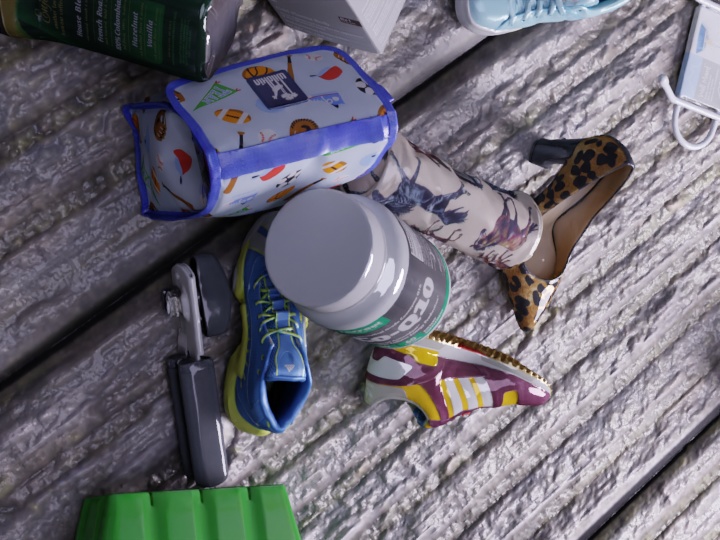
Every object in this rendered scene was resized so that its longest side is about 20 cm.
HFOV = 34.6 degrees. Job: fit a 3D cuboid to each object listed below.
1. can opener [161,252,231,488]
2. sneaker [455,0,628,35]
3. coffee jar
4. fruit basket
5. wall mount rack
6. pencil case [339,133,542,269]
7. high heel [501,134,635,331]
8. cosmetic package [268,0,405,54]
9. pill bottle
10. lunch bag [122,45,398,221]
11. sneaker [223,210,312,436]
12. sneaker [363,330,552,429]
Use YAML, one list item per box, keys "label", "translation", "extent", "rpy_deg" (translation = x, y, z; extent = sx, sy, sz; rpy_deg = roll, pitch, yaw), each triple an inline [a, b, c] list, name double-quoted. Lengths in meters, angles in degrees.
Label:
- label: "can opener"
  translation: [-0.137, 0.088, 1.014]
  extent: [0.066, 0.052, 0.203]
  rpy_deg: [-7, 99, -28]
- label: "sneaker"
  translation: [0.188, -0.277, 1.128]
  extent: [0.198, 0.082, 0.075]
  rpy_deg: [-19, 103, -25]
- label: "coffee jar"
  translation: [-0.195, -0.214, 0.879]
  extent: [0.197, 0.105, 0.086]
  rpy_deg: [13, 132, 4]
- label: "fruit basket"
  translation: [-0.151, 0.290, 0.989]
  extent: [0.213, 0.155, 0.219]
  rpy_deg: [7, 75, -27]
- label: "wall mount rack"
  translation: [0.374, -0.236, 1.235]
  extent: [0.172, 0.074, 0.203]
  rpy_deg: [14, 88, -28]
- label: "pencil case"
  translation: [0.075, -0.070, 1.095]
  extent: [0.198, 0.090, 0.078]
  rpy_deg: [23, 112, -27]
- label: "high heel"
  translation: [0.203, -0.033, 1.129]
  extent: [0.071, 0.142, 0.203]
  rpy_deg: [7, 92, -28]
- label: "cosmetic package"
  translation: [-0.037, -0.266, 0.942]
  extent: [0.091, 0.106, 0.200]
  rpy_deg: [-66, 156, -5]
- label: "pill bottle"
  translation: [0.000, 0.000, 0.990]
  extent: [0.200, 0.112, 0.114]
  rpy_deg: [27, 81, -67]
- label: "lunch bag"
  translation: [-0.083, -0.108, 0.937]
  extent: [0.168, 0.199, 0.125]
  rpy_deg: [-17, 104, -24]
- label: "sneaker"
  translation: [-0.067, 0.051, 1.017]
  extent: [0.075, 0.105, 0.203]
  rpy_deg: [4, 94, -28]
- label: "sneaker"
  translation: [0.094, 0.115, 1.135]
  extent: [0.198, 0.075, 0.091]
  rpy_deg: [20, 95, -22]
